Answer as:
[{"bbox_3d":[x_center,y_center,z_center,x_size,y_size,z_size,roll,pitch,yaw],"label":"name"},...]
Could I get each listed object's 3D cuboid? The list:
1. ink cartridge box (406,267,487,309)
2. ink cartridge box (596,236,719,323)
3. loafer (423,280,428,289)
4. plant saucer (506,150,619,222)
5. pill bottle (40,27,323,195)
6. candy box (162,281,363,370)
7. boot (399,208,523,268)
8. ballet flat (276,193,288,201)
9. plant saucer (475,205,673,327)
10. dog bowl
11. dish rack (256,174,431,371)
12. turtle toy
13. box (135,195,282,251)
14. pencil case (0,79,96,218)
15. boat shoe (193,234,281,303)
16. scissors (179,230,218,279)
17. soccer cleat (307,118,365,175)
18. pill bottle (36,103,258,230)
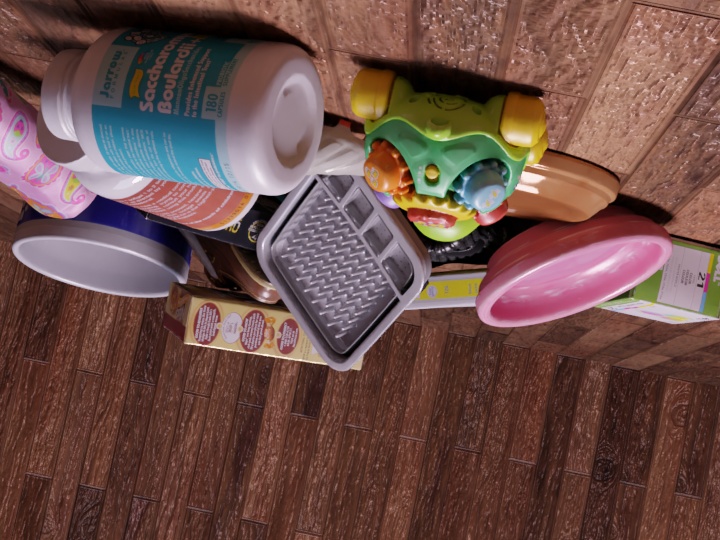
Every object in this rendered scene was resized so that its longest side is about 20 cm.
[{"bbox_3d":[0.122,0.018,1.769,0.199,0.047,0.197,-2,-178,35],"label":"ink cartridge box"},{"bbox_3d":[0.367,0.021,1.732,0.199,0.076,0.148,14,174,-7],"label":"ink cartridge box"},{"bbox_3d":[0.000,0.000,1.665,0.068,0.070,0.200,52,163,-29],"label":"loafer"},{"bbox_3d":[0.130,-0.078,1.445,0.199,0.038,0.200,12,174,1],"label":"plant saucer"},{"bbox_3d":[-0.136,-0.121,1.194,0.199,0.111,0.111,9,174,24],"label":"pill bottle"},{"bbox_3d":[-0.103,0.059,1.742,0.199,0.056,0.115,11,-177,-19],"label":"candy box"},{"bbox_3d":[0.053,-0.045,1.694,0.210,0.080,0.158,-4,174,31],"label":"boot"},{"bbox_3d":[-0.092,-0.066,1.898,0.199,0.068,0.068,15,-173,-28],"label":"ballet flat"},{"bbox_3d":[0.202,-0.008,1.570,0.200,0.051,0.201,-16,161,-6],"label":"plant saucer"},{"bbox_3d":[-0.289,-0.038,1.834,0.199,0.079,0.200,9,163,3],"label":"dog bowl"},{"bbox_3d":[-0.012,-0.014,1.589,0.043,0.172,0.200,-23,161,-42],"label":"dish rack"},{"bbox_3d":[0.065,-0.080,1.226,0.145,0.102,0.200,11,174,9],"label":"turtle toy"},{"bbox_3d":[-0.170,-0.080,1.701,0.199,0.049,0.161,16,-166,-39],"label":"box"},{"bbox_3d":[-0.323,-0.124,1.509,0.087,0.088,0.200,8,160,31],"label":"pencil case"},{"bbox_3d":[-0.131,-0.008,1.750,0.072,0.068,0.200,16,-163,-32],"label":"boat shoe"},{"bbox_3d":[-0.199,-0.067,1.752,0.200,0.014,0.073,46,-156,17],"label":"scissors"},{"bbox_3d":[-0.069,-0.103,1.397,0.199,0.078,0.069,15,173,-34],"label":"soccer cleat"},{"bbox_3d":[-0.181,-0.108,1.406,0.112,0.113,0.200,8,173,35],"label":"pill bottle"}]
